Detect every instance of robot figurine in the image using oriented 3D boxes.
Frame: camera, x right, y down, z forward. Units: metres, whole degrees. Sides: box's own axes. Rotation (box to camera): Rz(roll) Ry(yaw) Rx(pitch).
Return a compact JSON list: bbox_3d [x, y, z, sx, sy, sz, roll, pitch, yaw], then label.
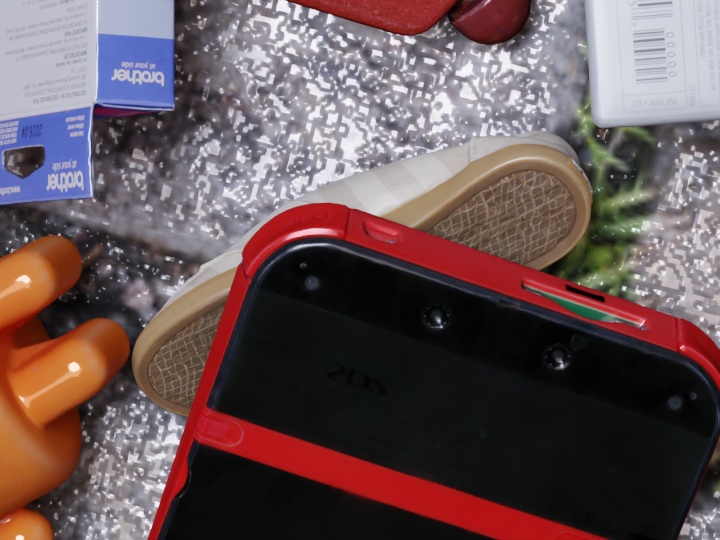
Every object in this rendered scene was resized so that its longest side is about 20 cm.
[{"bbox_3d":[-0.190,0.058,0.861,0.199,0.117,0.144,-30,134,8],"label":"robot figurine"}]

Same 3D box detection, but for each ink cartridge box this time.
[{"bbox_3d":[-0.112,-0.125,0.831,0.042,0.119,0.202,3,87,-33],"label":"ink cartridge box"}]

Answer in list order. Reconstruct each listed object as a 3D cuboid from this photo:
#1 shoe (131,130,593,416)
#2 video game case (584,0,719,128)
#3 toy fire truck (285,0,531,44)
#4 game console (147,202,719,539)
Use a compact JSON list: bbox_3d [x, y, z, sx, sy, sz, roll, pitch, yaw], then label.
[{"bbox_3d":[0.000,0.000,0.868,0.199,0.054,0.070,-25,120,12],"label":"shoe"},{"bbox_3d":[0.163,-0.156,0.754,0.180,0.023,0.202,-4,96,5],"label":"video game case"},{"bbox_3d":[0.032,-0.175,0.826,0.168,0.112,0.200,42,97,-18],"label":"toy fire truck"},{"bbox_3d":[0.030,0.079,0.849,0.198,0.031,0.178,18,112,-4],"label":"game console"}]
